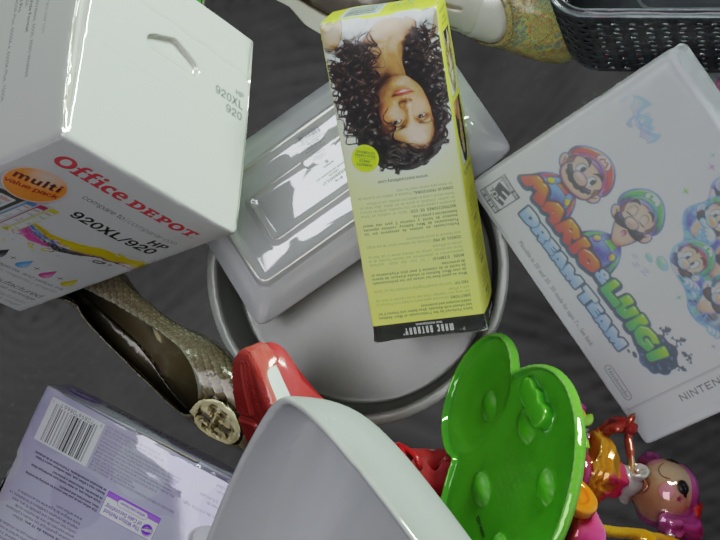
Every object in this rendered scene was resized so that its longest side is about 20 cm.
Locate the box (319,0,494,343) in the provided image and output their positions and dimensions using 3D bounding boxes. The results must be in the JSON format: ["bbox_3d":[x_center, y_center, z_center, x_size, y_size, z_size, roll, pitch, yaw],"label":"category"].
[{"bbox_3d":[0.030,-0.060,1.069,0.075,0.050,0.201,-8,106,12],"label":"box"}]

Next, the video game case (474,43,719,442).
[{"bbox_3d":[0.180,-0.009,1.049,0.182,0.024,0.200,-33,92,46],"label":"video game case"}]

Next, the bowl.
[{"bbox_3d":[-0.001,0.188,0.995,0.200,0.074,0.200,48,128,34],"label":"bowl"}]

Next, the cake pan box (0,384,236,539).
[{"bbox_3d":[-0.162,0.196,1.171,0.199,0.052,0.185,24,91,12],"label":"cake pan box"}]

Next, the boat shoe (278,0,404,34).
[{"bbox_3d":[-0.045,-0.204,1.129,0.200,0.072,0.060,33,120,31],"label":"boat shoe"}]

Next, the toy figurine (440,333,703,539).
[{"bbox_3d":[0.155,0.140,1.059,0.183,0.200,0.150,20,118,-22],"label":"toy figurine"}]

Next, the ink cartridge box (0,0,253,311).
[{"bbox_3d":[-0.188,-0.085,1.086,0.199,0.147,0.145,-18,57,35],"label":"ink cartridge box"}]

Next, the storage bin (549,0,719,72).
[{"bbox_3d":[0.212,-0.191,1.007,0.199,0.094,0.136,2,78,15],"label":"storage bin"}]

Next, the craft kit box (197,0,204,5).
[{"bbox_3d":[-0.171,-0.269,1.161,0.199,0.048,0.199,10,87,34],"label":"craft kit box"}]

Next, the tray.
[{"bbox_3d":[-0.015,-0.064,1.125,0.200,0.022,0.108,-35,80,9],"label":"tray"}]

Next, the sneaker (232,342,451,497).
[{"bbox_3d":[0.003,0.114,1.108,0.115,0.078,0.201,-31,112,-20],"label":"sneaker"}]

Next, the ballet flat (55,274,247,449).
[{"bbox_3d":[-0.142,0.048,1.162,0.200,0.046,0.067,45,131,13],"label":"ballet flat"}]

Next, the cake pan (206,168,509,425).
[{"bbox_3d":[0.000,0.000,1.149,0.199,0.037,0.201,0,88,13],"label":"cake pan"}]

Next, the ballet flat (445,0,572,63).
[{"bbox_3d":[0.054,-0.195,1.128,0.071,0.071,0.200,-42,77,8],"label":"ballet flat"}]

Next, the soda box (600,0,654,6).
[{"bbox_3d":[0.247,-0.194,1.085,0.199,0.071,0.064,-3,83,13],"label":"soda box"}]

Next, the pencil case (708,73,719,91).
[{"bbox_3d":[0.258,-0.059,1.073,0.090,0.083,0.201,-14,84,26],"label":"pencil case"}]
